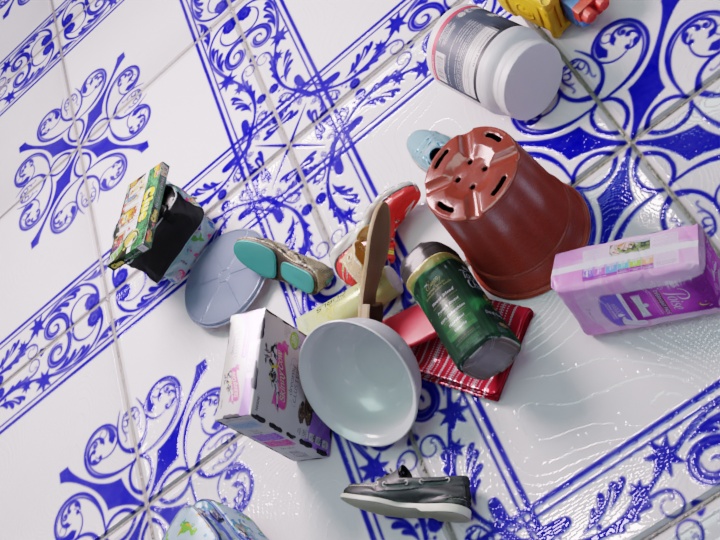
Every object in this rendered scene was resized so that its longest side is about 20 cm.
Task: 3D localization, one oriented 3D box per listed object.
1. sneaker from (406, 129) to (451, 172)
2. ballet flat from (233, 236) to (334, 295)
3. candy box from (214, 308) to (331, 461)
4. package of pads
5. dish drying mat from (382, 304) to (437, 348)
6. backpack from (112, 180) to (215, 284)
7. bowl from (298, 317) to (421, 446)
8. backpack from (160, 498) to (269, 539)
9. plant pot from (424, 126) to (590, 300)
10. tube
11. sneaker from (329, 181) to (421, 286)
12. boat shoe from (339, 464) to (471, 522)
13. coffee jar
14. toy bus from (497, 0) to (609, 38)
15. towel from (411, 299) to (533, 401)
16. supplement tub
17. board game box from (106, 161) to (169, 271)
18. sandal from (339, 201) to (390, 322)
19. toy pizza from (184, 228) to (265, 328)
[{"bbox_3d":[0.129,-0.189,1.580,0.074,0.082,0.200,-49,46,1],"label":"sneaker"},{"bbox_3d":[-0.127,-0.014,1.684,0.198,0.075,0.069,23,121,31],"label":"ballet flat"},{"bbox_3d":[-0.121,0.177,1.475,0.071,0.200,0.170,-12,58,31],"label":"candy box"},{"bbox_3d":[0.358,0.016,1.252,0.198,0.120,0.077,-13,51,32],"label":"package of pads"},{"bbox_3d":[0.051,0.102,1.492,0.199,0.018,0.078,-29,41,34],"label":"dish drying mat"},{"bbox_3d":[-0.383,-0.081,1.865,0.179,0.150,0.200,-55,39,-1],"label":"backpack"},{"bbox_3d":[0.013,0.149,1.432,0.199,0.204,0.090,-9,17,34],"label":"bowl"},{"bbox_3d":[-0.211,0.453,1.418,0.199,0.147,0.184,27,85,41],"label":"backpack"},{"bbox_3d":[0.198,-0.091,1.389,0.199,0.195,0.203,-19,54,28],"label":"plant pot"},{"bbox_3d":[-0.023,0.064,1.573,0.199,0.052,0.058,-32,11,22],"label":"tube"},{"bbox_3d":[0.038,-0.054,1.589,0.200,0.077,0.085,-49,56,12],"label":"sneaker"},{"bbox_3d":[0.064,0.302,1.344,0.197,0.074,0.067,-5,59,35],"label":"boat shoe"},{"bbox_3d":[0.137,0.051,1.369,0.085,0.104,0.201,-44,53,17],"label":"coffee jar"},{"bbox_3d":[0.340,-0.480,1.568,0.200,0.136,0.192,-47,59,1],"label":"toy bus"},{"bbox_3d":[0.149,0.102,1.433,0.198,0.022,0.146,12,72,42],"label":"towel"},{"bbox_3d":[0.212,-0.335,1.562,0.141,0.140,0.200,-51,46,1],"label":"supplement tub"},{"bbox_3d":[-0.402,-0.100,1.766,0.104,0.023,0.202,-26,43,30],"label":"board game box"},{"bbox_3d":[-0.002,0.000,1.500,0.069,0.077,0.215,3,88,25],"label":"sandal"},{"bbox_3d":[-0.241,0.016,1.782,0.198,0.032,0.203,-20,53,27],"label":"toy pizza"}]
